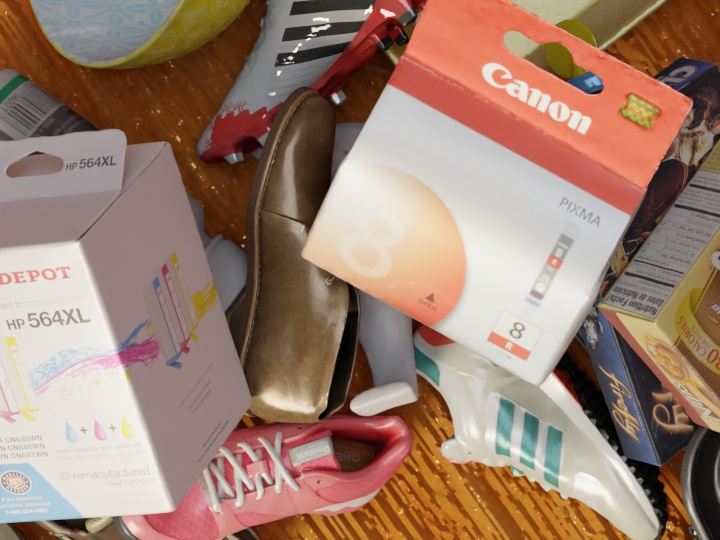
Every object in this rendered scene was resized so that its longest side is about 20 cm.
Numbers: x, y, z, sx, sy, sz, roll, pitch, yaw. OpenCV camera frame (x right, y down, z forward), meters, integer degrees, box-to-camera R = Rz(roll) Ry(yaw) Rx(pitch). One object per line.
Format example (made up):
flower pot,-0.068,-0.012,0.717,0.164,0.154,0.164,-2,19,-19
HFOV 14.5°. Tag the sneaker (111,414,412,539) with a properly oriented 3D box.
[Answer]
sneaker,-0.056,0.115,1.696,0.200,0.087,0.074,-11,77,-33

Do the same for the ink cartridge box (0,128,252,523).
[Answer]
ink cartridge box,-0.165,0.024,1.607,0.128,0.125,0.201,-6,116,25

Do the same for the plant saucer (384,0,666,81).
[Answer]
plant saucer,0.083,-0.208,1.769,0.200,0.048,0.200,-38,88,-1

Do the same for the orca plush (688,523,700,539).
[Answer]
orca plush,0.213,0.203,1.702,0.071,0.105,0.200,39,46,25

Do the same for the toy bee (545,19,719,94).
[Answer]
toy bee,0.124,-0.087,1.710,0.199,0.109,0.131,9,73,-31

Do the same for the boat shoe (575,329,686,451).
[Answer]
boat shoe,0.175,0.047,1.746,0.200,0.071,0.072,40,87,-1

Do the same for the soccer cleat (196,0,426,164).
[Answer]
soccer cleat,-0.037,-0.141,1.732,0.200,0.069,0.085,-40,79,29

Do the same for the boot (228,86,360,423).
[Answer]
boot,-0.028,-0.007,1.684,0.075,0.074,0.201,9,93,28

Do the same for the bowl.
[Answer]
bowl,-0.107,-0.214,1.727,0.107,0.200,0.201,9,87,-42

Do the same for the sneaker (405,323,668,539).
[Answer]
sneaker,0.104,0.102,1.755,0.093,0.070,0.200,-41,89,15

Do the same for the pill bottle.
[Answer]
pill bottle,-0.167,-0.023,1.727,0.200,0.113,0.113,36,88,2

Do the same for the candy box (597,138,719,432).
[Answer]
candy box,0.238,-0.016,1.649,0.200,0.055,0.115,-53,124,-16

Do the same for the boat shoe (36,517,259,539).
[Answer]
boat shoe,-0.150,0.151,1.731,0.202,0.075,0.075,26,88,1

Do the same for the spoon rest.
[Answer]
spoon rest,0.000,0.000,1.742,0.099,0.061,0.201,-17,64,11

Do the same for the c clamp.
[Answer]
c clamp,0.276,0.151,1.717,0.171,0.027,0.200,-40,109,-25

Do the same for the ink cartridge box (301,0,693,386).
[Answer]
ink cartridge box,0.074,-0.048,1.575,0.162,0.050,0.200,29,132,4

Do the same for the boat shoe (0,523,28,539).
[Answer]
boat shoe,-0.197,0.224,1.720,0.202,0.075,0.075,33,128,13

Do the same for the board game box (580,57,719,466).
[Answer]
board game box,0.183,-0.005,1.668,0.135,0.035,0.201,-35,117,-27
